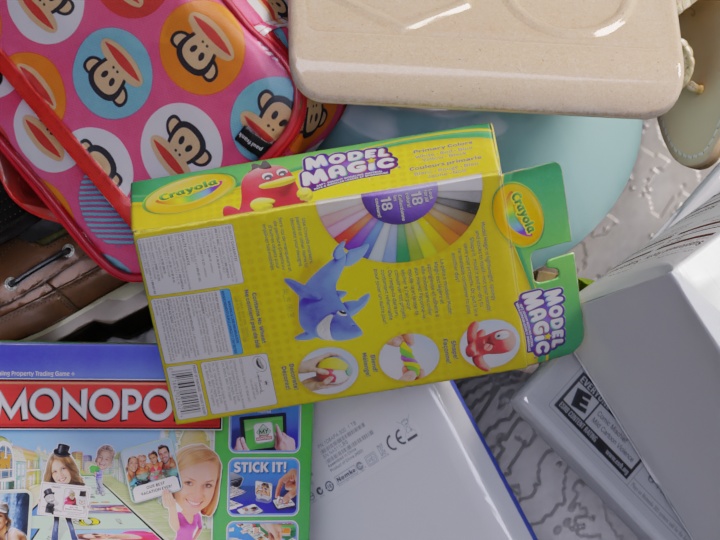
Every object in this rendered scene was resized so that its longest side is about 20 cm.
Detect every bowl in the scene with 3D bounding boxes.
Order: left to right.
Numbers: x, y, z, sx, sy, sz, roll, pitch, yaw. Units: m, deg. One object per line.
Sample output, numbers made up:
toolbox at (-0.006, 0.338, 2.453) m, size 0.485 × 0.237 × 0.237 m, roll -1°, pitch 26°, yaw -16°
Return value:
bowl at (0.041, -0.103, 1.480) m, size 0.199 × 0.105 × 0.202 m, roll -3°, pitch 62°, yaw 5°

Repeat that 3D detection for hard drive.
hard drive at (0.022, 0.132, 1.489) m, size 0.132 × 0.025 × 0.201 m, roll -34°, pitch 80°, yaw 36°

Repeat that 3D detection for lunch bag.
lunch bag at (-0.120, -0.099, 1.440) m, size 0.200 × 0.082 × 0.176 m, roll 49°, pitch 117°, yaw 9°

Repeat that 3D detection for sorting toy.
sorting toy at (0.056, -0.157, 1.423) m, size 0.184 × 0.037 × 0.201 m, roll 3°, pitch 56°, yaw -5°

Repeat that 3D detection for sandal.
sandal at (0.152, -0.160, 1.514) m, size 0.069 × 0.077 × 0.213 m, roll 13°, pitch 76°, yaw -28°

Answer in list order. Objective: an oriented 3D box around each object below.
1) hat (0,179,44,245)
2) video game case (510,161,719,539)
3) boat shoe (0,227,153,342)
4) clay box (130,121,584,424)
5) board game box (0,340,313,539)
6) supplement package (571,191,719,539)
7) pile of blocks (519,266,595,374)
hat at (-0.250, -0.049, 1.530) m, size 0.199 × 0.081 × 0.201 m, roll 10°, pitch 40°, yaw -9°
video game case at (0.200, 0.070, 1.475) m, size 0.200 × 0.023 × 0.182 m, roll 45°, pitch 72°, yaw -7°
boat shoe at (-0.171, 0.017, 1.533) m, size 0.199 × 0.072 × 0.068 m, roll -24°, pitch 78°, yaw -9°
clay box at (0.000, 0.000, 1.391) m, size 0.198 × 0.048 × 0.116 m, roll -9°, pitch 125°, yaw 1°
board game box at (-0.121, 0.102, 1.448) m, size 0.199 × 0.029 × 0.136 m, roll 1°, pitch 92°, yaw -19°
supplement package at (0.238, 0.036, 1.402) m, size 0.199 × 0.147 × 0.192 m, roll -34°, pitch 93°, yaw -20°
pile of blocks at (0.077, 0.013, 1.500) m, size 0.199 × 0.082 × 0.063 m, roll 12°, pitch 97°, yaw 6°
